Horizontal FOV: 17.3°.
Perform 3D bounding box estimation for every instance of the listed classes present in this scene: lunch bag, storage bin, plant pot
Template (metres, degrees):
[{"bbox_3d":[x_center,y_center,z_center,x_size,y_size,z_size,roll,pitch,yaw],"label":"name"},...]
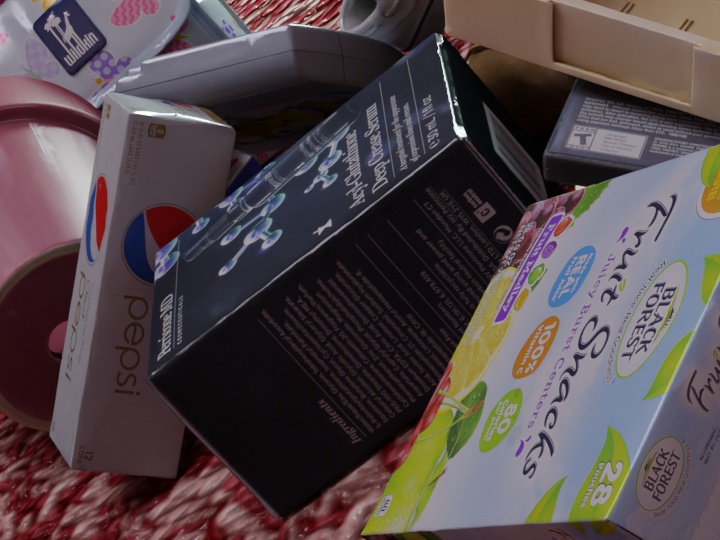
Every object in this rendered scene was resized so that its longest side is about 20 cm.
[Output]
[{"bbox_3d":[-0.161,-0.129,1.604,0.169,0.200,0.127,-38,21,8],"label":"lunch bag"},{"bbox_3d":[0.163,-0.164,1.071,0.199,0.094,0.199,20,47,26],"label":"storage bin"},{"bbox_3d":[-0.202,0.003,1.464,0.200,0.200,0.179,-43,36,-3],"label":"plant pot"}]

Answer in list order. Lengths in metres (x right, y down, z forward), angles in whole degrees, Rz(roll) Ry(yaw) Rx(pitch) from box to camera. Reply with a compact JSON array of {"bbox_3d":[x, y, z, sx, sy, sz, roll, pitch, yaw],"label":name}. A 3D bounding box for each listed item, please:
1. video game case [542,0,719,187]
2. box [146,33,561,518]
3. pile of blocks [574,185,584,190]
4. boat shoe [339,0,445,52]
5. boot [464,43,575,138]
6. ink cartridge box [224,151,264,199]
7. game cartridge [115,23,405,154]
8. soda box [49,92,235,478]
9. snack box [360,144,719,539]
[{"bbox_3d":[0.177,-0.097,1.078,0.142,0.019,0.201,10,42,16],"label":"video game case"},{"bbox_3d":[0.000,0.000,1.194,0.200,0.107,0.149,-38,22,13],"label":"box"},{"bbox_3d":[0.151,-0.088,1.132,0.062,0.082,0.201,-17,32,28],"label":"pile of blocks"},{"bbox_3d":[0.022,-0.177,1.342,0.200,0.065,0.074,104,163,-65],"label":"boat shoe"},{"bbox_3d":[0.066,-0.078,1.298,0.076,0.073,0.200,-61,17,-20],"label":"boot"},{"bbox_3d":[-0.063,-0.027,1.376,0.037,0.095,0.200,-44,21,-9],"label":"ink cartridge box"},{"bbox_3d":[-0.043,-0.106,1.401,0.132,0.041,0.200,-15,-9,21],"label":"game cartridge"},{"bbox_3d":[-0.121,0.008,1.304,0.068,0.063,0.202,-143,61,-68],"label":"soda box"},{"bbox_3d":[0.100,0.043,0.915,0.200,0.067,0.169,-16,43,63],"label":"snack box"}]
